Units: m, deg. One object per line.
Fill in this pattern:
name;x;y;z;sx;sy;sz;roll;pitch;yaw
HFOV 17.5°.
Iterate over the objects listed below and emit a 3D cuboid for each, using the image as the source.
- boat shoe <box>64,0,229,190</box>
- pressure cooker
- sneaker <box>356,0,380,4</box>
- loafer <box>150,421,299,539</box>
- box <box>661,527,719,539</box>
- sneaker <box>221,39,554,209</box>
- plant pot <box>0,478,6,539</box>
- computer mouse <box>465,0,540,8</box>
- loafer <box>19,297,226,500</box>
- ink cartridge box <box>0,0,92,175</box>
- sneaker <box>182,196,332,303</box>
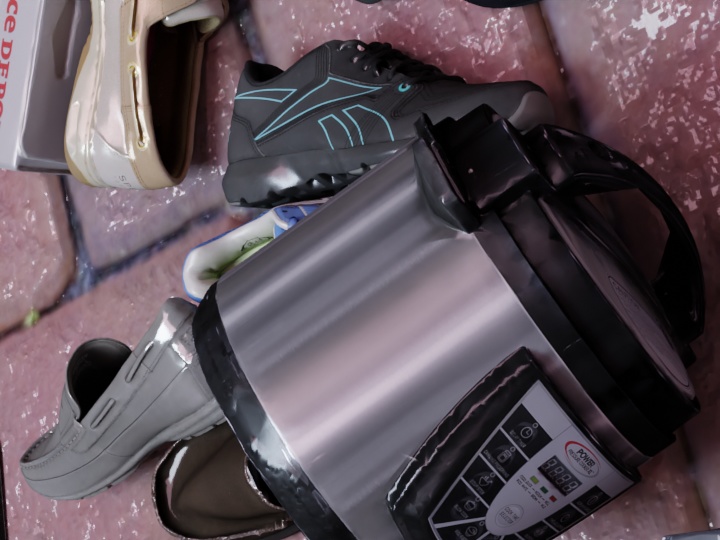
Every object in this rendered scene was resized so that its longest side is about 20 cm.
boat shoe;-0.103;-0.139;1.244;0.069;0.074;0.200;11;97;28
pressure cooker;0.050;0.026;1.001;0.200;0.176;0.179;-35;91;8
sneaker;-0.030;-0.232;1.170;0.073;0.082;0.200;-32;67;37
loafer;-0.040;0.092;1.173;0.200;0.071;0.073;-23;74;37
box;0.237;0.153;0.908;0.200;0.115;0.132;-13;81;41
sneaker;0.006;-0.078;1.139;0.200;0.075;0.079;-8;81;40
plant pot;-0.333;0.205;1.351;0.199;0.177;0.200;-12;82;40
computer mouse;0.097;-0.180;1.079;0.200;0.053;0.139;-12;81;39
loafer;-0.127;0.066;1.230;0.070;0.070;0.200;45;136;-12
ink cartridge box;-0.218;-0.138;1.325;0.200;0.084;0.146;14;96;39
sneaker;0.000;0.000;1.140;0.200;0.077;0.076;-12;79;37
